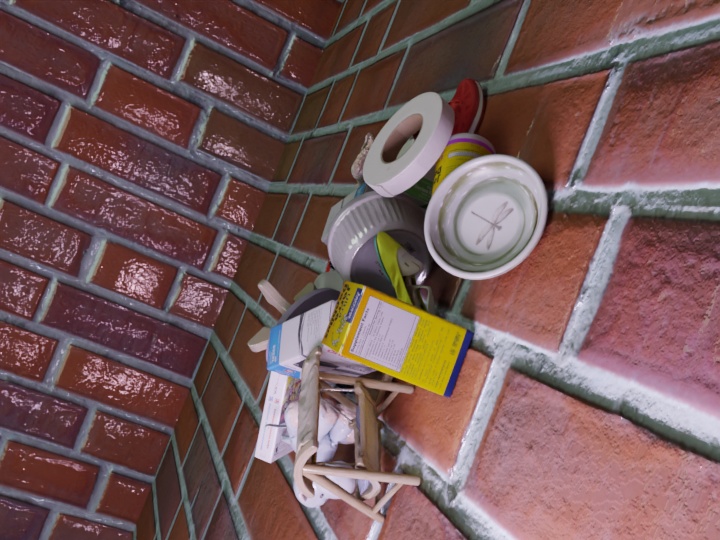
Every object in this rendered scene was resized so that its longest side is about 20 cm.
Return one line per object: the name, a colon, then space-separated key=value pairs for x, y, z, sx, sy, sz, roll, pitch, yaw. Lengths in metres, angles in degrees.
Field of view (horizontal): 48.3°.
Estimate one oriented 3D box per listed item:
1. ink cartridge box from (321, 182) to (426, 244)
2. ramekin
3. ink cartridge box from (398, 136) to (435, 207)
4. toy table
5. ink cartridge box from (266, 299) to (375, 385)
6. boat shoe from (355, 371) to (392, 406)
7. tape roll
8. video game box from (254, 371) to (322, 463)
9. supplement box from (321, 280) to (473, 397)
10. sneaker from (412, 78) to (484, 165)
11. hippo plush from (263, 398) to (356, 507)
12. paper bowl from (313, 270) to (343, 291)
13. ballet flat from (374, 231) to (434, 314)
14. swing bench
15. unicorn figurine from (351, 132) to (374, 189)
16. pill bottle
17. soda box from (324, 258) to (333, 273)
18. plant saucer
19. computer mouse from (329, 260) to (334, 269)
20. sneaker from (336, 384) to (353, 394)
ink cartridge box: x=0.024 y=-0.090 z=1.643 sx=0.199 sy=0.143 sz=0.085 roll=-25 pitch=45 yaw=65
ramekin: x=0.042 y=-0.035 z=1.478 sx=0.202 sy=0.197 sz=0.106 roll=-60 pitch=28 yaw=23
ink cartridge box: x=0.113 y=-0.237 z=1.676 sx=0.145 sy=0.083 sz=0.204 roll=-8 pitch=62 yaw=70
toy table: x=-0.130 y=0.105 z=1.581 sx=0.199 sy=0.187 sz=0.116 roll=-33 pitch=31 yaw=-28
ink cartridge box: x=-0.054 y=0.134 z=1.428 sx=0.199 sy=0.143 sz=0.085 roll=-26 pitch=51 yaw=48
boat shoe: x=0.047 y=0.160 z=1.465 sx=0.073 sy=0.062 sz=0.204 roll=14 pitch=84 yaw=46
tape roll: x=0.083 y=-0.224 z=1.426 sx=0.202 sy=0.037 sz=0.205 roll=-38 pitch=32 yaw=29
video game box: x=-0.138 y=0.278 z=1.652 sx=0.199 sy=0.046 sz=0.186 roll=-6 pitch=-69 yaw=-68
supplement box: x=0.056 y=0.105 z=1.251 sx=0.111 sy=0.197 sz=0.109 roll=-68 pitch=18 yaw=-4
sneaker: x=0.165 y=-0.293 z=1.523 sx=0.078 sy=0.114 sz=0.204 roll=-19 pitch=54 yaw=53
hippo plush: x=-0.086 y=0.335 z=1.445 sx=0.196 sy=0.160 sz=0.164 roll=-13 pitch=57 yaw=16
paper bowl: x=-0.057 y=0.084 z=1.727 sx=0.200 sy=0.102 sz=0.205 roll=-165 pitch=90 yaw=-78
ballet flat: x=0.085 y=0.023 z=1.369 sx=0.066 sy=0.066 sz=0.204 roll=-19 pitch=87 yaw=31
swing bench: x=-0.021 y=0.263 z=1.292 sx=0.130 sy=0.197 sz=0.201 roll=-54 pitch=22 yaw=35
unicorn figurine: x=0.019 y=-0.209 z=1.755 sx=0.073 sy=0.200 sz=0.140 roll=18 pitch=79 yaw=29
pill bottle: x=0.169 y=-0.123 z=1.342 sx=0.104 sy=0.103 sz=0.203 roll=-43 pitch=30 yaw=53
soda box: x=-0.035 y=-0.027 z=1.891 sx=0.063 sy=0.069 sz=0.204 roll=-28 pitch=43 yaw=62
plant saucer: x=0.193 y=-0.075 z=1.216 sx=0.197 sy=0.050 sz=0.204 roll=-13 pitch=63 yaw=26
computer mouse: x=0.000 y=0.000 z=1.616 sx=0.058 sy=0.199 sz=0.035 roll=-20 pitch=74 yaw=32
sneaker: x=-0.023 y=0.199 z=1.621 sx=0.077 sy=0.076 sz=0.200 roll=-44 pitch=11 yaw=-13
